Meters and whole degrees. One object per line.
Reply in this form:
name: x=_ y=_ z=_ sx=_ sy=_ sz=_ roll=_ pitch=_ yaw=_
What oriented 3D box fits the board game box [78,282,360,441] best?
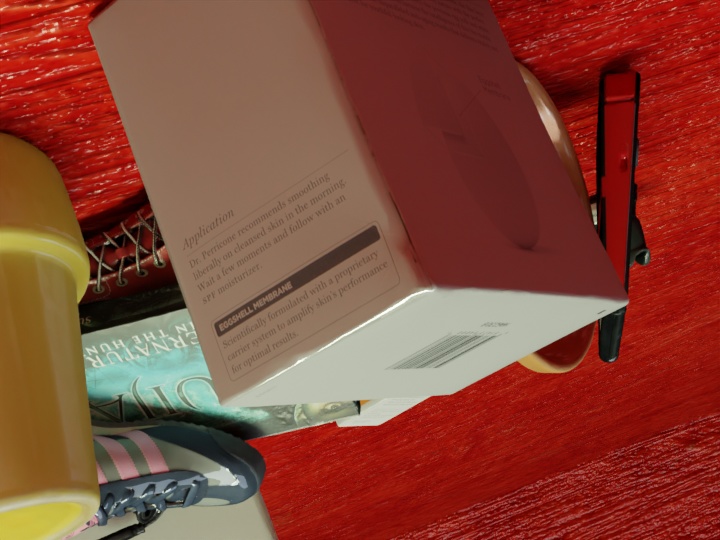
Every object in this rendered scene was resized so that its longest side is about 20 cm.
board game box: x=-0.114 y=0.065 z=0.806 sx=0.200 sy=0.028 sz=0.135 roll=-14 pitch=135 yaw=11

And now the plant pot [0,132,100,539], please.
plant pot: x=-0.226 y=0.056 z=0.664 sx=0.200 sy=0.189 sz=0.201 roll=-20 pitch=162 yaw=-7

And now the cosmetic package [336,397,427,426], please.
cosmetic package: x=0.055 y=0.052 z=1.132 sx=0.200 sy=0.102 sz=0.071 roll=-33 pitch=159 yaw=26

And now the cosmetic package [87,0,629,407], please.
cosmetic package: x=0.003 y=-0.050 z=0.619 sx=0.123 sy=0.200 sz=0.199 roll=-30 pitch=161 yaw=29

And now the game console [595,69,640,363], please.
game console: x=0.190 y=-0.036 z=0.941 sx=0.031 sy=0.177 sz=0.200 roll=-1 pitch=164 yaw=10

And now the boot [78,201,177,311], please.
boot: x=-0.123 y=-0.020 z=0.768 sx=0.144 sy=0.073 sz=0.200 roll=-14 pitch=163 yaw=-23

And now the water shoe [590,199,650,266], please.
water shoe: x=0.183 y=0.008 z=1.196 sx=0.071 sy=0.079 sz=0.200 roll=-7 pitch=156 yaw=-40

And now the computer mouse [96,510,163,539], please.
computer mouse: x=-0.225 y=0.165 z=0.920 sx=0.200 sy=0.046 sz=0.141 roll=-24 pitch=139 yaw=-32

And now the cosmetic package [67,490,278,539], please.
cosmetic package: x=-0.173 y=0.188 z=1.081 sx=0.165 sy=0.200 sz=0.165 roll=-21 pitch=161 yaw=-8

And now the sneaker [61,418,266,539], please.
sneaker: x=-0.159 y=0.138 z=0.799 sx=0.200 sy=0.082 sz=0.070 roll=7 pitch=133 yaw=-10

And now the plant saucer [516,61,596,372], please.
plant saucer: x=0.096 y=-0.033 z=0.802 sx=0.037 sy=0.200 sz=0.200 roll=-12 pitch=169 yaw=30
